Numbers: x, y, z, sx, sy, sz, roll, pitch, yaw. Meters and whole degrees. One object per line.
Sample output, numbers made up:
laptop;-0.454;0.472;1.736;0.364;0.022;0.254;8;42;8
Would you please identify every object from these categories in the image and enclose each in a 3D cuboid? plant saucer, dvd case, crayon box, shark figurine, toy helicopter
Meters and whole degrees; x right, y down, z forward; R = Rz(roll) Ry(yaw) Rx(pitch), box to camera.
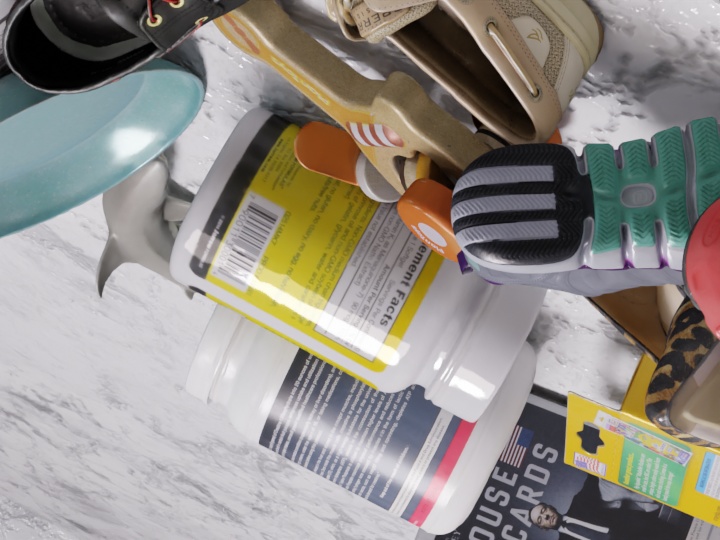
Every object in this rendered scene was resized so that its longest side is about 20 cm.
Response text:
plant saucer;-0.187;-0.076;0.906;0.036;0.199;0.200;61;160;10
dvd case;0.145;0.175;1.062;0.199;0.151;0.025;20;174;19
crayon box;0.228;0.115;0.964;0.199;0.052;0.126;21;157;16
shark figurine;-0.145;-0.005;1.104;0.127;0.090;0.215;13;152;37
toy helicopter;0.003;-0.080;0.806;0.200;0.079;0.132;39;168;3

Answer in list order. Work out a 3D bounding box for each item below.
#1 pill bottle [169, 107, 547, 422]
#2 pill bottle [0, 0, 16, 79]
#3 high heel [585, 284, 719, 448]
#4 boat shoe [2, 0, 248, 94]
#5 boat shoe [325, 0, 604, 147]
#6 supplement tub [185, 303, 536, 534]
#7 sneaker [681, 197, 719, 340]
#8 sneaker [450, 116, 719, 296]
pill bottle;0.000;0.000;0.899;0.199;0.115;0.114;29;158;0
pill bottle;-0.227;-0.157;0.830;0.110;0.111;0.200;28;158;0
high heel;0.132;0.031;0.742;0.142;0.200;0.072;10;109;31
boat shoe;-0.099;-0.139;0.748;0.201;0.063;0.074;-19;123;42
boat shoe;0.017;-0.129;0.659;0.199;0.065;0.071;35;158;-15
supplement tub;0.001;0.069;1.012;0.199;0.141;0.140;27;158;3
sneaker;0.220;0.039;0.603;0.200;0.071;0.098;39;164;-10
sneaker;0.139;-0.023;0.699;0.198;0.075;0.088;2;165;3
